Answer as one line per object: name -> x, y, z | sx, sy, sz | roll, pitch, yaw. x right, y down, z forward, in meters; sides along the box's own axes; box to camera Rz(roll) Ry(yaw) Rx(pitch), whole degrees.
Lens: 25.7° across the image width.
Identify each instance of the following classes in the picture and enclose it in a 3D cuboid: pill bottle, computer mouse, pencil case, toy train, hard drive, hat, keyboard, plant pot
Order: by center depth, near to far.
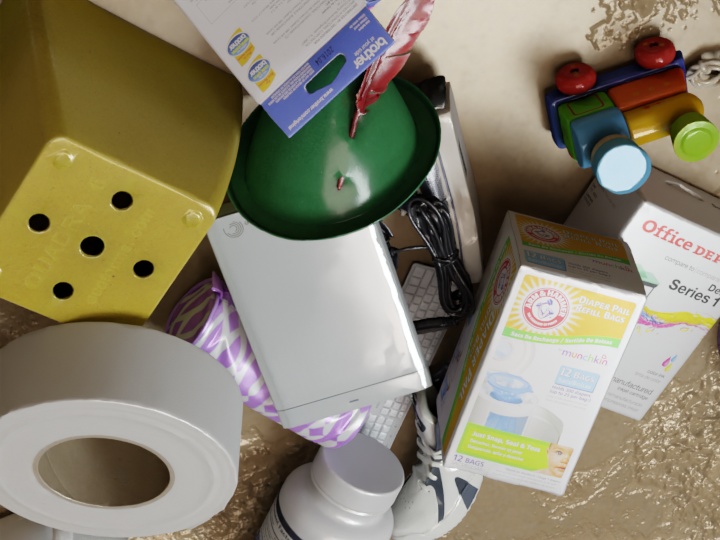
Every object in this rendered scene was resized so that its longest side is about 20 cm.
hat -> -0.028, -0.148, 1.151 | 0.200, 0.165, 0.176 | -49, 149, -23
plant pot -> -0.206, -0.063, 1.175 | 0.200, 0.177, 0.200 | 25, 114, -28
hard drive -> -0.033, 0.025, 1.280 | 0.132, 0.027, 0.200 | -16, 114, 7
toy train -> 0.262, -0.132, 1.291 | 0.199, 0.116, 0.085 | -18, 126, -2
computer mouse -> 0.000, 0.000, 1.328 | 0.199, 0.046, 0.141 | -12, 126, 21
pencil case -> -0.074, 0.081, 1.362 | 0.200, 0.084, 0.085 | 30, 126, -30
keyboard -> 0.036, 0.081, 1.438 | 0.056, 0.011, 0.200 | 12, 119, -22
pill bottle -> -0.036, 0.248, 1.462 | 0.111, 0.111, 0.200 | 14, 123, -23

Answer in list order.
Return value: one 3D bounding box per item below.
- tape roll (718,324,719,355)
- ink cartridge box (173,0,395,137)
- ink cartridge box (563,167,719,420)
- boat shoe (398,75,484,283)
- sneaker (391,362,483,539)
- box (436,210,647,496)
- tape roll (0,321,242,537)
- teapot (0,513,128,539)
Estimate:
tape roll -> 0.447, 0.066, 1.493 | 0.199, 0.085, 0.201 | -7, 124, -11
ink cartridge box -> -0.070, -0.208, 1.122 | 0.119, 0.042, 0.200 | -39, 88, 29
ink cartridge box -> 0.237, 0.017, 1.403 | 0.144, 0.084, 0.200 | 21, 116, -25
boat shoe -> 0.046, -0.068, 1.313 | 0.092, 0.075, 0.200 | -9, 126, 10
sneaker -> 0.066, 0.156, 1.449 | 0.199, 0.080, 0.129 | -44, 127, 15
box -> 0.145, 0.068, 1.309 | 0.112, 0.101, 0.200 | 15, 116, -9
tape roll -> -0.188, 0.124, 1.188 | 0.202, 0.071, 0.203 | 0, 142, 0
teapot -> -0.281, 0.321, 1.431 | 0.197, 0.146, 0.200 | -35, 124, 9
